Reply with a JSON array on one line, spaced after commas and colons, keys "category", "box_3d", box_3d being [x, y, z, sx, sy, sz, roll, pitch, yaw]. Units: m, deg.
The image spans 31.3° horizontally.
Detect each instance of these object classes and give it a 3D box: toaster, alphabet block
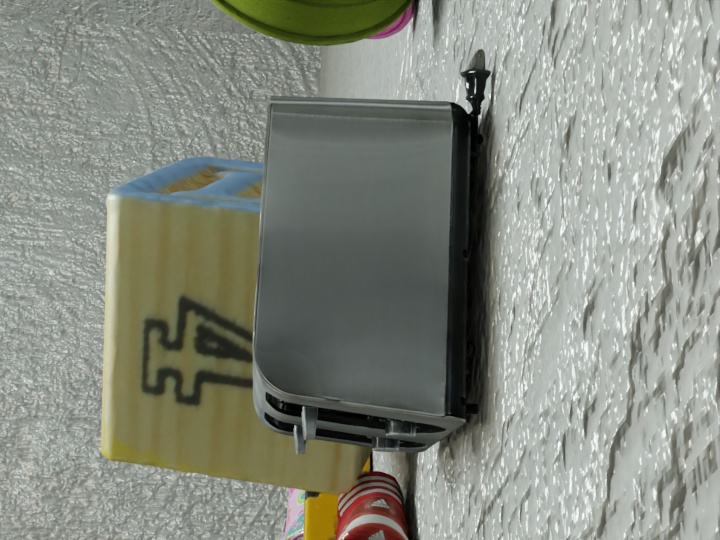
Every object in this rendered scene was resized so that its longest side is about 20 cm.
[{"category": "toaster", "box_3d": [0.000, 0.000, 0.725, 0.181, 0.117, 0.202, 114, 159, -76]}, {"category": "alphabet block", "box_3d": [-0.075, 0.032, 0.981, 0.195, 0.194, 0.202, -46, -39, -72]}]

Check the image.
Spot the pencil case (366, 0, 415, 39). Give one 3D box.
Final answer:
[{"category": "pencil case", "box_3d": [0.002, -0.301, 1.096, 0.091, 0.093, 0.202, 100, 173, -59]}]

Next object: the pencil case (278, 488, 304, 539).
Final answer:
[{"category": "pencil case", "box_3d": [-0.046, 0.239, 1.423, 0.201, 0.086, 0.088, -90, 5, -48]}]

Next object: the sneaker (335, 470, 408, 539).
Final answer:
[{"category": "sneaker", "box_3d": [0.002, 0.239, 0.945, 0.116, 0.078, 0.202, -76, 4, -64]}]

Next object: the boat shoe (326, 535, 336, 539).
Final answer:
[{"category": "boat shoe", "box_3d": [-0.019, 0.324, 1.057, 0.070, 0.070, 0.202, 110, 163, -62]}]

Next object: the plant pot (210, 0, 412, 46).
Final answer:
[{"category": "plant pot", "box_3d": [-0.019, -0.293, 0.877, 0.193, 0.198, 0.202, 125, 150, -60]}]

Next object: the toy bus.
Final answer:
[{"category": "toy bus", "box_3d": [-0.024, 0.253, 1.221, 0.079, 0.064, 0.201, 98, 174, -51]}]
